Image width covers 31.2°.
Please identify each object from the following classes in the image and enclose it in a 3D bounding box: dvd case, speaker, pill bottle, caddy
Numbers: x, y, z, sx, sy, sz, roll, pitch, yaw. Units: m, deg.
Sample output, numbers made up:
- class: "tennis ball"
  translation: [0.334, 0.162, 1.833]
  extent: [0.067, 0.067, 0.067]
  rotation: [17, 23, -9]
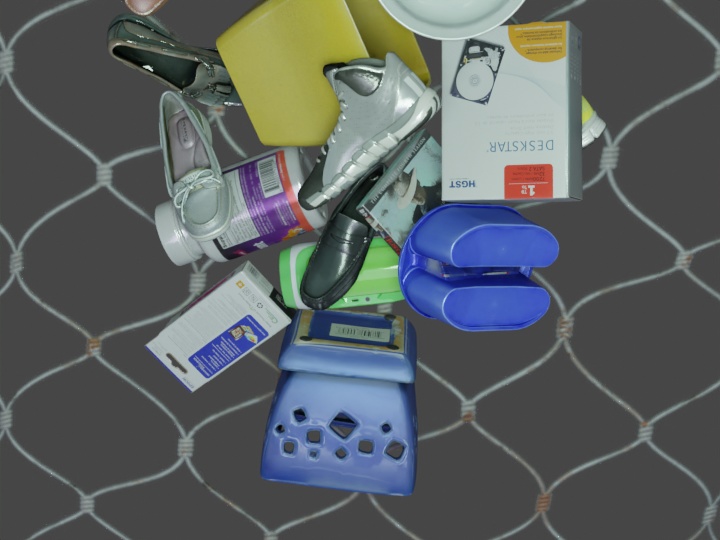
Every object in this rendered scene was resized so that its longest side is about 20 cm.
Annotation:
- class: "dvd case"
  translation: [0.101, -0.054, 1.599]
  extent: [0.200, 0.146, 0.022]
  rotation: [47, 151, -14]
- class: "speaker"
  translation: [0.000, 0.000, 1.644]
  extent: [0.198, 0.089, 0.089]
  rotation: [-6, 112, 6]
- class: "pill bottle"
  translation: [-0.149, -0.076, 1.606]
  extent: [0.198, 0.112, 0.112]
  rotation: [-19, 110, 11]
- class: "caddy"
  translation: [0.140, -0.005, 1.541]
  extent: [0.198, 0.105, 0.143]
  rotation: [0, 105, -31]

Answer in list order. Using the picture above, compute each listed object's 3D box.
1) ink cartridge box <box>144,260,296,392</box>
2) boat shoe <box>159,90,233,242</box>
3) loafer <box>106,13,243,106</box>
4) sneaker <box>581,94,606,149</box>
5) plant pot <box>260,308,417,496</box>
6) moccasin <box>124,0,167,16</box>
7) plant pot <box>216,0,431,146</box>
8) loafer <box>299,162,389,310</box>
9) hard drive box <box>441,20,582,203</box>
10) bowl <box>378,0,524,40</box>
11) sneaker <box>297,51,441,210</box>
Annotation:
- class: "ink cartridge box"
  translation: [-0.186, 0.077, 1.701]
  extent: [0.199, 0.037, 0.095]
  rotation: [-36, 106, 27]
- class: "boat shoe"
  translation: [-0.204, -0.125, 1.547]
  extent: [0.074, 0.203, 0.065]
  rotation: [-21, 148, 11]
- class: "loafer"
  translation: [-0.215, -0.239, 1.556]
  extent: [0.199, 0.063, 0.072]
  rotation: [22, 123, -15]
- class: "sneaker"
  translation: [0.194, -0.161, 1.579]
  extent: [0.199, 0.078, 0.091]
  rotation: [-29, 101, 7]
- class: "plant pot"
  translation: [-0.018, 0.156, 1.653]
  extent: [0.198, 0.200, 0.182]
  rotation: [6, 107, 1]
- class: "moccasin"
  translation: [-0.215, -0.380, 1.501]
  extent: [0.073, 0.078, 0.201]
  rotation: [38, 115, -15]
- class: "plant pot"
  translation: [-0.049, -0.251, 1.494]
  extent: [0.175, 0.200, 0.201]
  rotation: [-18, 111, 21]
- class: "loafer"
  translation: [-0.017, -0.045, 1.581]
  extent: [0.068, 0.071, 0.201]
  rotation: [24, 69, 20]
- class: "hard drive box"
  translation: [0.177, -0.181, 1.508]
  extent: [0.154, 0.077, 0.202]
  rotation: [-1, 90, 21]
- class: "bowl"
  translation: [0.103, -0.368, 1.477]
  extent: [0.199, 0.090, 0.203]
  rotation: [0, 105, 1]
- class: "sneaker"
  translation: [-0.017, -0.161, 1.388]
  extent: [0.200, 0.075, 0.116]
  rotation: [-38, 95, 23]
